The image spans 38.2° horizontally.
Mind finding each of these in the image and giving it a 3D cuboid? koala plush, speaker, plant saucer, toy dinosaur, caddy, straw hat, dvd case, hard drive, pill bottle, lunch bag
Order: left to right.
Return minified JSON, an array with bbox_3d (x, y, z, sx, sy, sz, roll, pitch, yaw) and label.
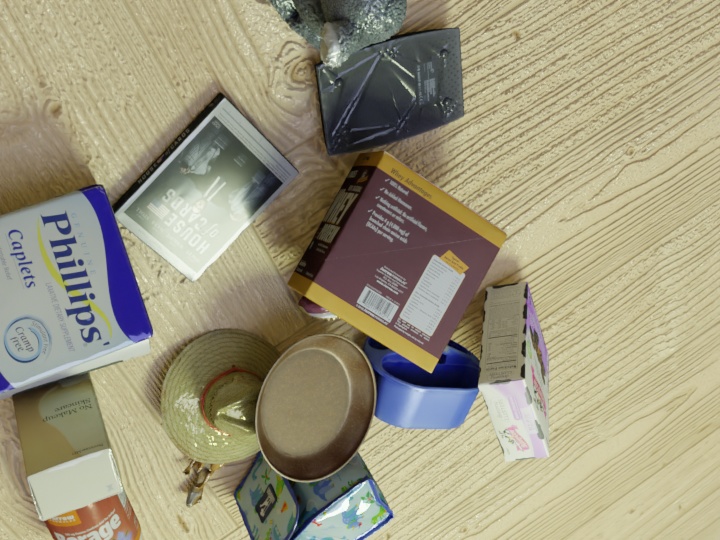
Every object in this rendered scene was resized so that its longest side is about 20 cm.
[{"bbox_3d":[-0.362,0.092,1.289,0.197,0.081,0.083,-17,124,-18],"label":"speaker"},{"bbox_3d":[-0.371,0.303,1.383,0.111,0.112,0.203,-23,125,-13],"label":"pill bottle"},{"bbox_3d":[-0.193,-0.100,1.300,0.200,0.025,0.150,-46,127,2],"label":"dvd case"},{"bbox_3d":[-0.196,0.254,1.491,0.200,0.061,0.106,-43,148,10],"label":"toy dinosaur"},{"bbox_3d":[-0.163,0.180,1.403,0.198,0.085,0.206,-6,102,-28],"label":"straw hat"},{"bbox_3d":[-0.080,0.328,1.510,0.198,0.170,0.128,-34,127,-3],"label":"lunch bag"},{"bbox_3d":[-0.065,0.181,1.404,0.197,0.036,0.205,-8,103,-36],"label":"plant saucer"},{"bbox_3d":[-0.006,-0.310,1.159,0.176,0.200,0.185,-37,124,-3],"label":"koala plush"},{"bbox_3d":[0.037,-0.233,1.329,0.197,0.042,0.137,-18,124,-16],"label":"hard drive"},{"bbox_3d":[0.089,0.148,1.513,0.197,0.142,0.106,6,120,-29],"label":"caddy"}]

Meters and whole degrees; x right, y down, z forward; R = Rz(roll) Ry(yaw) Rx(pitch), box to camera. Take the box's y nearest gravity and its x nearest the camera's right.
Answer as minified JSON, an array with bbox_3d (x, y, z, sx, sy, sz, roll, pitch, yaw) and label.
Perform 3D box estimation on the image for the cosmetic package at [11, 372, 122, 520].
[{"bbox_3d":[-0.363,0.199,1.273,0.103,0.200,0.072,-18,124,-17],"label":"cosmetic package"}]

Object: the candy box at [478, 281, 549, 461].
[{"bbox_3d":[0.231,0.150,1.546,0.070,0.202,0.169,-9,129,18],"label":"candy box"}]

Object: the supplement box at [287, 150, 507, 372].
[{"bbox_3d":[0.044,-0.015,1.337,0.195,0.133,0.202,31,87,-14],"label":"supplement box"}]

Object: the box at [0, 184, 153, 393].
[{"bbox_3d":[-0.360,0.018,1.188,0.197,0.105,0.187,-20,98,-16],"label":"box"}]

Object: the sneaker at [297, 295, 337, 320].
[{"bbox_3d":[0.000,0.000,1.434,0.197,0.075,0.092,-19,112,-20],"label":"sneaker"}]
